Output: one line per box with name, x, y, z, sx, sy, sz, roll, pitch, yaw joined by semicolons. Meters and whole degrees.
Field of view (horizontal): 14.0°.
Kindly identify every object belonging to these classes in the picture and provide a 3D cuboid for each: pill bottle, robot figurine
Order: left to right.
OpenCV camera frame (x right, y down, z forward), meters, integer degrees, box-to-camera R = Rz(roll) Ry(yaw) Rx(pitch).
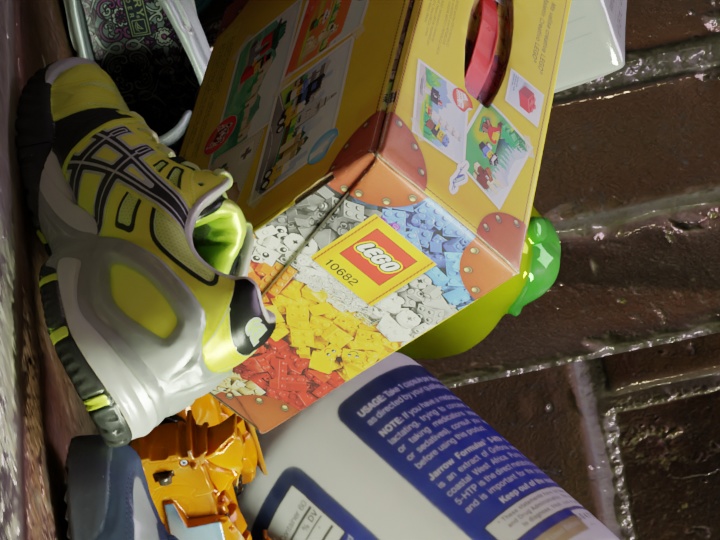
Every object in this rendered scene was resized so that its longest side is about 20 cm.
robot figurine;-0.057;0.120;1.230;0.145;0.058;0.200;-96;173;-52
pill bottle;0.011;0.107;1.333;0.200;0.120;0.120;41;-12;21

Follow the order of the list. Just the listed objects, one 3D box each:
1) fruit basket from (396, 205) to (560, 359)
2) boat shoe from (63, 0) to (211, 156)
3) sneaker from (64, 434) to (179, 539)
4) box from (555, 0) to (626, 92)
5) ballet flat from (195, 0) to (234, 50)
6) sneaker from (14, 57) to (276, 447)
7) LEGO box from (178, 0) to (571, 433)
fruit basket;0.000;0.000;1.457;0.156;0.215;0.216;-46;124;-87
boat shoe;-0.093;-0.069;1.329;0.072;0.070;0.201;-73;148;-65
sneaker;-0.048;0.147;1.038;0.070;0.082;0.200;37;36;-85
box;0.039;-0.171;1.636;0.199;0.200;0.131;-76;145;-65
ballet flat;-0.050;-0.126;1.431;0.200;0.068;0.075;8;-37;51
sneaker;-0.078;-0.014;1.082;0.200;0.076;0.075;-110;177;-49
LEGO box;0.000;-0.057;1.162;0.077;0.149;0.200;39;41;-23
